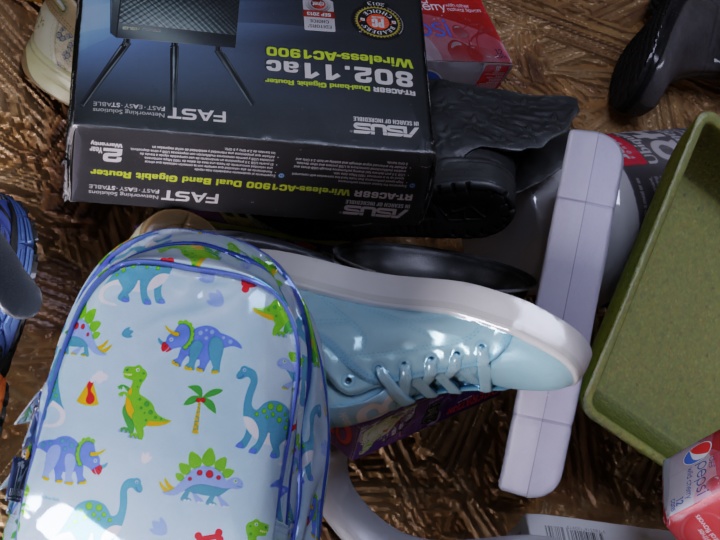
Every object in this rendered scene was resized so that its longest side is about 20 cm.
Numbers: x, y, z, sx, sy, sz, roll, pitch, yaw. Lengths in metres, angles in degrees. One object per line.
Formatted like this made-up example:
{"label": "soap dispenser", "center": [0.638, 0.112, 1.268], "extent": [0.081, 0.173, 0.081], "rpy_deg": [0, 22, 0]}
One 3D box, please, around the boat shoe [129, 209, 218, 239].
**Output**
{"label": "boat shoe", "center": [-0.108, 0.070, 1.001], "extent": [0.072, 0.065, 0.201], "rpy_deg": [10, 67, -31]}

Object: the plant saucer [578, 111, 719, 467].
{"label": "plant saucer", "center": [0.219, 0.037, 1.154], "extent": [0.200, 0.048, 0.200], "rpy_deg": [34, 72, -32]}

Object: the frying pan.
{"label": "frying pan", "center": [0.012, 0.004, 1.021], "extent": [0.189, 0.031, 0.115], "rpy_deg": [-1, 14, -41]}

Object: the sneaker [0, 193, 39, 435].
{"label": "sneaker", "center": [-0.213, 0.033, 0.964], "extent": [0.078, 0.075, 0.201], "rpy_deg": [16, 46, -13]}

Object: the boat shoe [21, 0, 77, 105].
{"label": "boat shoe", "center": [-0.107, -0.107, 1.133], "extent": [0.199, 0.063, 0.073], "rpy_deg": [25, 34, -2]}

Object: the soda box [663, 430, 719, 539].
{"label": "soda box", "center": [0.253, 0.177, 1.053], "extent": [0.200, 0.070, 0.063], "rpy_deg": [49, 26, -16]}

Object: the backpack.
{"label": "backpack", "center": [-0.085, 0.082, 0.889], "extent": [0.162, 0.154, 0.201], "rpy_deg": [12, 67, 10]}

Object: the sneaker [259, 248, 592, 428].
{"label": "sneaker", "center": [0.016, 0.049, 0.966], "extent": [0.199, 0.074, 0.082], "rpy_deg": [9, 68, 18]}

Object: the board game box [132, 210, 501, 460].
{"label": "board game box", "center": [-0.025, 0.022, 1.071], "extent": [0.120, 0.032, 0.200], "rpy_deg": [-15, 44, -42]}

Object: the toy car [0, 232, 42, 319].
{"label": "toy car", "center": [-0.245, -0.036, 0.931], "extent": [0.164, 0.158, 0.200], "rpy_deg": [-22, 62, -31]}

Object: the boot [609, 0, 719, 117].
{"label": "boot", "center": [0.270, -0.155, 1.409], "extent": [0.131, 0.070, 0.200], "rpy_deg": [37, 48, -5]}

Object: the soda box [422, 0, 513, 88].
{"label": "soda box", "center": [-0.004, -0.142, 1.236], "extent": [0.199, 0.064, 0.070], "rpy_deg": [-2, 53, -32]}

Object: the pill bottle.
{"label": "pill bottle", "center": [0.166, -0.033, 1.211], "extent": [0.199, 0.111, 0.111], "rpy_deg": [-7, 58, -34]}

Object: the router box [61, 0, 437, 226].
{"label": "router box", "center": [-0.062, -0.104, 1.048], "extent": [0.199, 0.062, 0.150], "rpy_deg": [3, 49, -8]}

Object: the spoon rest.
{"label": "spoon rest", "center": [0.059, 0.158, 1.016], "extent": [0.200, 0.061, 0.099], "rpy_deg": [34, 45, 8]}

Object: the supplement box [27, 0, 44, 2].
{"label": "supplement box", "center": [-0.101, -0.267, 1.179], "extent": [0.199, 0.133, 0.198], "rpy_deg": [8, 42, 17]}

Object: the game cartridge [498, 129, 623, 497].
{"label": "game cartridge", "center": [0.112, 0.028, 1.054], "extent": [0.040, 0.133, 0.201], "rpy_deg": [11, 86, 9]}

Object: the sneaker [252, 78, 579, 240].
{"label": "sneaker", "center": [0.028, -0.070, 1.116], "extent": [0.199, 0.060, 0.105], "rpy_deg": [4, 44, 4]}

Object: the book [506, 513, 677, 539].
{"label": "book", "center": [0.160, 0.231, 1.035], "extent": [0.133, 0.048, 0.201], "rpy_deg": [11, 47, -22]}
